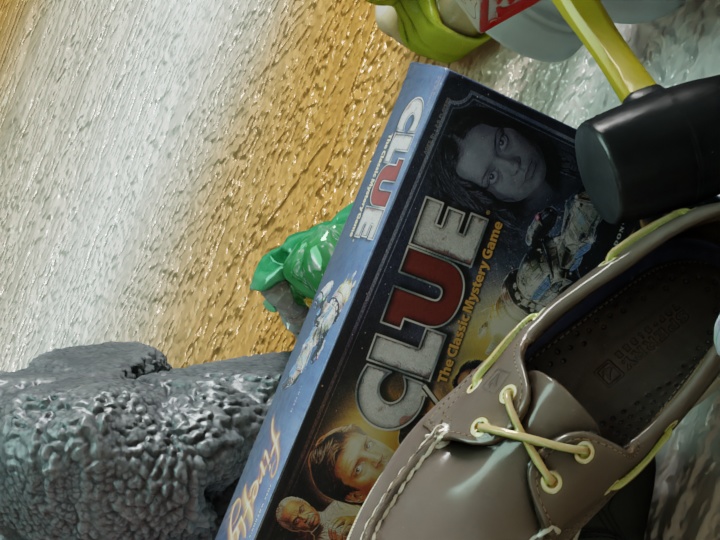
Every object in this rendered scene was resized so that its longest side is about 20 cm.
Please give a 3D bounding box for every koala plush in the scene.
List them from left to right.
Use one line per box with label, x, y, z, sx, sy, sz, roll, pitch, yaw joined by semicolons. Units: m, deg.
koala plush;-0.085;0.139;1.126;0.176;0.184;0.201;1;96;24

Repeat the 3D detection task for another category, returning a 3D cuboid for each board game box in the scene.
board game box;0.042;0.043;0.985;0.035;0.135;0.201;21;89;66

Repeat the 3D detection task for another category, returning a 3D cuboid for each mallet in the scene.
mallet;0.070;-0.094;0.976;0.200;0.066;0.041;53;159;34

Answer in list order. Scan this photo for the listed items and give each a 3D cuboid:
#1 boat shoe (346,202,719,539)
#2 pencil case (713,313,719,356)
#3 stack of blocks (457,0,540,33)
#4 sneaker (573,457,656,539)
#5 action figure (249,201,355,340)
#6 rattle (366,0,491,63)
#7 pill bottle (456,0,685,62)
boat shoe;0.066;0.051;0.907;0.200;0.072;0.060;-40;-18;-22
pencil case;0.157;-0.058;0.822;0.091;0.083;0.201;116;166;-64
stack of blocks;0.110;-0.167;0.878;0.059;0.199;0.115;59;173;17
sneaker;0.081;0.140;0.923;0.079;0.075;0.201;-2;57;32
action figure;0.000;0.000;1.075;0.118;0.055;0.200;-27;-5;8
rattle;0.025;-0.209;1.249;0.130;0.142;0.201;-97;27;-80
pill bottle;0.114;-0.174;1.053;0.200;0.110;0.111;-50;29;35
